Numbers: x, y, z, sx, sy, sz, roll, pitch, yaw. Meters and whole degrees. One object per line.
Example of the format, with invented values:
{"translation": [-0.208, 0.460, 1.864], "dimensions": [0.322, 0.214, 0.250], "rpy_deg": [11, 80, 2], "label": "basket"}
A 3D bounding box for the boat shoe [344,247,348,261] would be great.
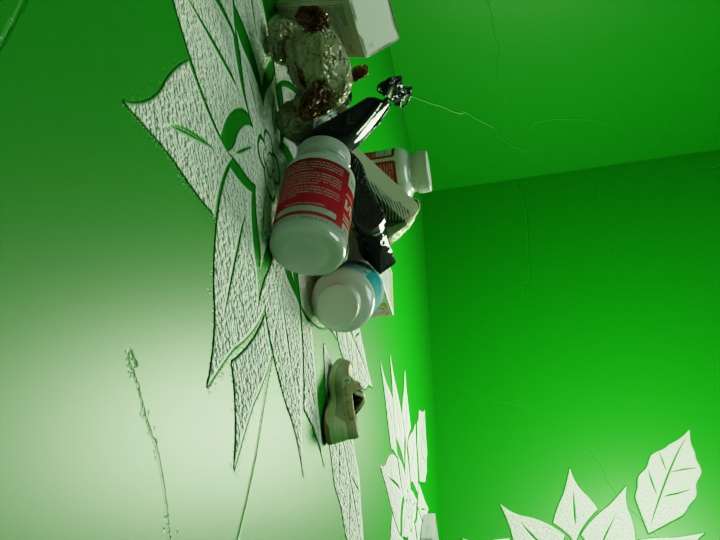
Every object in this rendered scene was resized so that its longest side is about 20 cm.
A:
{"translation": [-0.071, -0.091, 1.342], "dimensions": [0.060, 0.074, 0.201], "rpy_deg": [-75, 153, -67], "label": "boat shoe"}

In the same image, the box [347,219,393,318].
{"translation": [0.000, 0.000, 1.610], "dimensions": [0.200, 0.101, 0.113], "rpy_deg": [71, 16, -52], "label": "box"}

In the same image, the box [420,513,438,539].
{"translation": [0.219, 0.869, 2.449], "dimensions": [0.156, 0.041, 0.201], "rpy_deg": [-53, 136, -77], "label": "box"}

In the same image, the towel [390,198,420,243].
{"translation": [0.054, -0.069, 1.761], "dimensions": [0.036, 0.200, 0.148], "rpy_deg": [44, -8, 7], "label": "towel"}

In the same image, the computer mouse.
{"translation": [-0.004, -0.228, 1.268], "dimensions": [0.053, 0.200, 0.138], "rpy_deg": [61, 14, 2], "label": "computer mouse"}

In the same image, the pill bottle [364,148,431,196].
{"translation": [0.044, -0.193, 1.682], "dimensions": [0.112, 0.199, 0.113], "rpy_deg": [-7, 90, -80], "label": "pill bottle"}

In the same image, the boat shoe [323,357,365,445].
{"translation": [-0.022, 0.226, 1.411], "dimensions": [0.200, 0.065, 0.072], "rpy_deg": [-81, 161, -60], "label": "boat shoe"}

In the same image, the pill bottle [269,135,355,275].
{"translation": [-0.067, -0.102, 1.200], "dimensions": [0.112, 0.112, 0.201], "rpy_deg": [71, 20, -50], "label": "pill bottle"}

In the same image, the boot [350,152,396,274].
{"translation": [0.003, -0.099, 1.403], "dimensions": [0.200, 0.065, 0.165], "rpy_deg": [62, 4, -69], "label": "boot"}

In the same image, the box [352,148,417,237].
{"translation": [0.003, -0.151, 1.474], "dimensions": [0.200, 0.082, 0.068], "rpy_deg": [40, 46, -14], "label": "box"}

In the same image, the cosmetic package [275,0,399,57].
{"translation": [-0.041, -0.424, 1.365], "dimensions": [0.087, 0.200, 0.104], "rpy_deg": [-36, 125, -30], "label": "cosmetic package"}

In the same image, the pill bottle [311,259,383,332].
{"translation": [-0.023, 0.045, 1.406], "dimensions": [0.200, 0.110, 0.111], "rpy_deg": [-42, 124, -80], "label": "pill bottle"}

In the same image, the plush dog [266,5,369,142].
{"translation": [-0.062, -0.311, 1.247], "dimensions": [0.172, 0.160, 0.201], "rpy_deg": [-149, -128, -88], "label": "plush dog"}

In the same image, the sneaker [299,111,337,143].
{"translation": [-0.088, -0.272, 1.443], "dimensions": [0.077, 0.076, 0.200], "rpy_deg": [53, 11, 8], "label": "sneaker"}

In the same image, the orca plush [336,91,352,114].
{"translation": [-0.051, -0.345, 1.495], "dimensions": [0.071, 0.105, 0.200], "rpy_deg": [-63, -178, -1], "label": "orca plush"}
